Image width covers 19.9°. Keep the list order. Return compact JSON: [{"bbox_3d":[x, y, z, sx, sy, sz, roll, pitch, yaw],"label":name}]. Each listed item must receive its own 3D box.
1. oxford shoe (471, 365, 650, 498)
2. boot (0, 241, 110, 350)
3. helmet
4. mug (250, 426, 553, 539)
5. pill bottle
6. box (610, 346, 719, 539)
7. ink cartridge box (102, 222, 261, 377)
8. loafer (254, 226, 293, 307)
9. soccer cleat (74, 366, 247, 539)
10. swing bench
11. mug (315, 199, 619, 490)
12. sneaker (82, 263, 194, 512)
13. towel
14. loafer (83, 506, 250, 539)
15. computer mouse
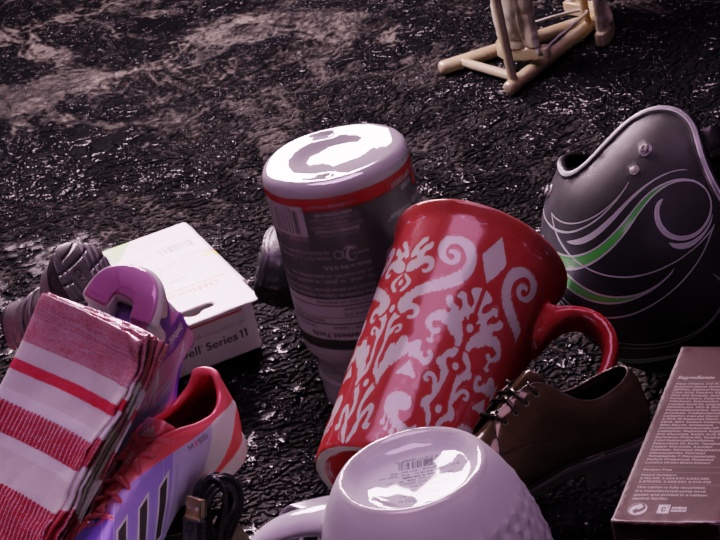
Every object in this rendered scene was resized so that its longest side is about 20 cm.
[{"bbox_3d":[0.094,0.109,1.313,0.199,0.085,0.073,-18,12,-22],"label":"oxford shoe"},{"bbox_3d":[-0.221,0.089,1.641,0.069,0.201,0.132,-2,-29,-35],"label":"boot"},{"bbox_3d":[0.228,-0.020,1.510,0.190,0.200,0.200,-37,9,37],"label":"helmet"},{"bbox_3d":[0.024,0.191,1.207,0.199,0.176,0.148,-5,27,18],"label":"mug"},{"bbox_3d":[0.000,0.000,1.573,0.113,0.201,0.114,-11,25,5],"label":"pill bottle"},{"bbox_3d":[0.222,0.141,1.298,0.074,0.101,0.200,-2,29,22],"label":"box"},{"bbox_3d":[-0.161,0.036,1.736,0.116,0.068,0.200,-20,26,-16],"label":"ink cartridge box"},{"bbox_3d":[-0.039,-0.001,1.685,0.070,0.069,0.200,12,2,11],"label":"loafer"},{"bbox_3d":[-0.144,0.141,1.355,0.068,0.074,0.200,8,34,30],"label":"soccer cleat"},{"bbox_3d":[0.175,-0.319,2.128,0.199,0.200,0.130,-28,29,-25],"label":"swing bench"},{"bbox_3d":[0.069,0.068,1.422,0.177,0.134,0.201,-2,51,38],"label":"mug"},{"bbox_3d":[-0.173,0.100,1.413,0.080,0.088,0.201,22,84,31],"label":"sneaker"},{"bbox_3d":[-0.214,0.117,1.345,0.144,0.023,0.201,16,77,49],"label":"towel"},{"bbox_3d":[-0.147,0.175,1.446,0.199,0.070,0.075,10,35,40],"label":"loafer"},{"bbox_3d":[-0.020,0.186,1.356,0.198,0.111,0.044,-1,5,-2],"label":"computer mouse"}]
